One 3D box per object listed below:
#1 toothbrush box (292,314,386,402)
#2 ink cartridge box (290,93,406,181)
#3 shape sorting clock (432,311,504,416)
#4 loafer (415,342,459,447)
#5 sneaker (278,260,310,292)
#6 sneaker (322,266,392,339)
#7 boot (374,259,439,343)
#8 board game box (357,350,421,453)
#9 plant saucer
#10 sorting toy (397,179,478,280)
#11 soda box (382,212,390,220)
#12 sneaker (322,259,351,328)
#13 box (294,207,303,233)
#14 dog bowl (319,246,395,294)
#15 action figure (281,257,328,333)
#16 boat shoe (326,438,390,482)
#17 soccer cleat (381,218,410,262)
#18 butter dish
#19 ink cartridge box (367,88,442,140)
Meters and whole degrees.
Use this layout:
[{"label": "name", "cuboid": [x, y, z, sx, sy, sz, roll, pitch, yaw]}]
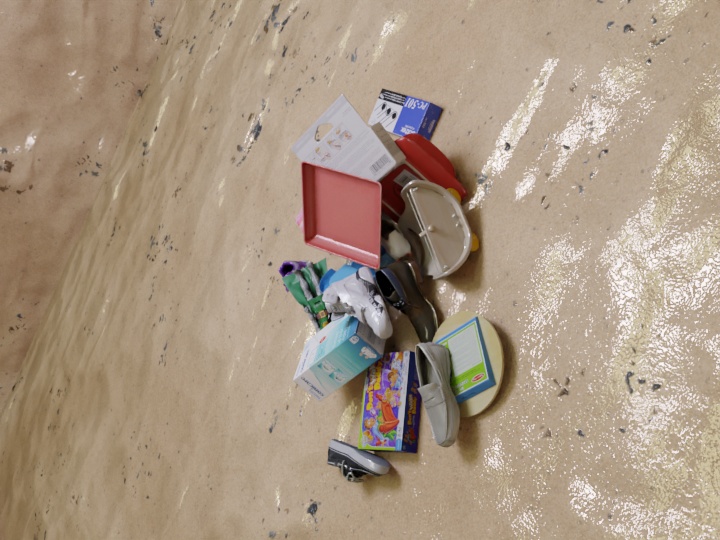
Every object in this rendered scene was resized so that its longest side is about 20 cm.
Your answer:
[{"label": "toothbrush box", "cuboid": [-0.039, 0.169, 1.699, 0.200, 0.085, 0.147, -40, 17, 29]}, {"label": "ink cartridge box", "cuboid": [-0.028, -0.242, 1.614, 0.176, 0.045, 0.200, 53, 133, -1]}, {"label": "shape sorting clock", "cuboid": [0.200, 0.178, 1.496, 0.200, 0.039, 0.201, -23, 61, 50]}, {"label": "loafer", "cuboid": [0.138, 0.231, 1.471, 0.070, 0.070, 0.201, -38, 50, 44]}, {"label": "sneaker", "cuboid": [-0.146, 0.042, 1.944, 0.081, 0.088, 0.200, -52, 44, 19]}, {"label": "sneaker", "cuboid": [-0.008, 0.080, 1.592, 0.115, 0.075, 0.200, -22, 40, 0]}, {"label": "boot", "cuboid": [0.092, 0.075, 1.599, 0.075, 0.097, 0.200, -39, 64, 47]}, {"label": "board game box", "cuboid": [0.063, 0.273, 1.623, 0.134, 0.045, 0.201, -13, 65, 49]}, {"label": "plant saucer", "cuboid": [-0.033, -0.121, 1.633, 0.199, 0.037, 0.201, 20, 126, 28]}, {"label": "sorting toy", "cuboid": [0.139, -0.070, 1.624, 0.180, 0.107, 0.201, -36, 73, 60]}, {"label": "soda box", "cuboid": [-0.018, -0.168, 1.778, 0.063, 0.200, 0.068, 11, 85, 54]}, {"label": "sneaker", "cuboid": [-0.033, 0.057, 1.802, 0.078, 0.082, 0.201, -4, 71, 51]}, {"label": "box", "cuboid": [-0.060, -0.166, 1.912, 0.200, 0.102, 0.095, -57, 40, 20]}, {"label": "dog bowl", "cuboid": [0.000, 0.000, 1.742, 0.200, 0.050, 0.111, -44, 32, -16]}, {"label": "action figure", "cuboid": [-0.096, 0.082, 1.852, 0.118, 0.055, 0.200, -26, 83, 7]}, {"label": "boat shoe", "cuboid": [-0.012, 0.407, 1.637, 0.199, 0.073, 0.068, 7, 78, 53]}, {"label": "soccer cleat", "cuboid": [0.047, -0.086, 1.694, 0.069, 0.078, 0.200, -33, 32, -11]}, {"label": "butter dish", "cuboid": [0.113, -0.215, 1.681, 0.199, 0.200, 0.148, -30, 29, 44]}, {"label": "ink cartridge box", "cuboid": [0.101, -0.361, 1.838, 0.200, 0.044, 0.094, 34, 104, 51]}]
